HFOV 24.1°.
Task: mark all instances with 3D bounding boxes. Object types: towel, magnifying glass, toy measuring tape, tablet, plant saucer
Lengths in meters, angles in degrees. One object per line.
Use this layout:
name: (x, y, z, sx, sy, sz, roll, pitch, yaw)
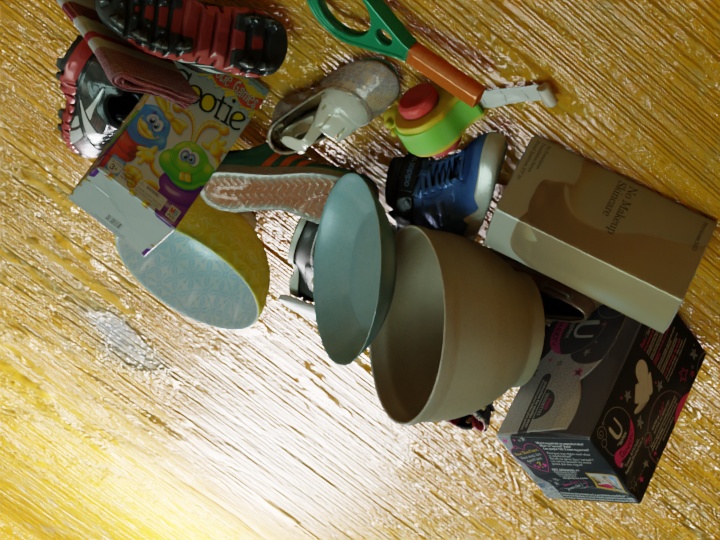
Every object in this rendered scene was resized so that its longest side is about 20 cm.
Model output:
towel: (-0.254, -0.246, 1.674, 0.200, 0.023, 0.144, 53, -163, 22)
magnifying glass: (0.032, -0.219, 1.588, 0.199, 0.022, 0.080, 37, 149, 10)
toy measuring tape: (0.095, -0.145, 1.619, 0.199, 0.074, 0.074, 1, 140, 43)
tablet: (0.004, 0.072, 2.043, 0.198, 0.014, 0.130, 19, 175, 13)
plant saucer: (0.000, 0.000, 1.765, 0.038, 0.203, 0.201, 4, 159, -21)

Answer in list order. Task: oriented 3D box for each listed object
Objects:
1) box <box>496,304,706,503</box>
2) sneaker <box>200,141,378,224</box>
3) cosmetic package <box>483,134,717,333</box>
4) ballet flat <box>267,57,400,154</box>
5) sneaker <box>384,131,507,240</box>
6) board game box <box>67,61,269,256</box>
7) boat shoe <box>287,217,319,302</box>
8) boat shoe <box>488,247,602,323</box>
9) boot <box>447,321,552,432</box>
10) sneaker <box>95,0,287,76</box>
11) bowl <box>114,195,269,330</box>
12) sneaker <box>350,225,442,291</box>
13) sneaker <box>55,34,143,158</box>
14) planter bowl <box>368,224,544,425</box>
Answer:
box: (0.251, 0.128, 1.764, 0.131, 0.201, 0.115, -4, 135, 45)
sneaker: (-0.075, -0.105, 1.858, 0.198, 0.080, 0.072, 7, 130, 4)
cosmetic package: (0.231, -0.036, 1.629, 0.199, 0.106, 0.071, 25, 151, 7)
ballet flat: (-0.031, -0.158, 1.722, 0.068, 0.068, 0.199, 40, 150, -19)
sneaker: (0.080, -0.089, 1.712, 0.110, 0.077, 0.200, 19, 157, 2)
board game box: (-0.201, -0.134, 1.779, 0.105, 0.201, 0.103, 38, 151, -12)
boat shoe: (-0.046, -0.016, 1.960, 0.060, 0.072, 0.202, 25, 159, 9)
boat shoe: (0.176, 0.021, 1.801, 0.199, 0.072, 0.076, -3, 137, 46)
boot: (0.162, 0.114, 1.880, 0.199, 0.151, 0.073, 30, 152, 1)
sneaker: (-0.176, -0.238, 1.662, 0.199, 0.072, 0.098, 12, 178, -30)
bowl: (-0.184, -0.032, 2.022, 0.199, 0.108, 0.201, 23, 151, 14)
sneaker: (0.022, -0.018, 1.867, 0.090, 0.068, 0.200, 33, 162, -25)
sneaker: (-0.294, -0.182, 1.927, 0.097, 0.071, 0.201, 29, 150, 9)
planter bowl: (0.105, 0.059, 1.720, 0.134, 0.202, 0.200, 3, 159, -20)
